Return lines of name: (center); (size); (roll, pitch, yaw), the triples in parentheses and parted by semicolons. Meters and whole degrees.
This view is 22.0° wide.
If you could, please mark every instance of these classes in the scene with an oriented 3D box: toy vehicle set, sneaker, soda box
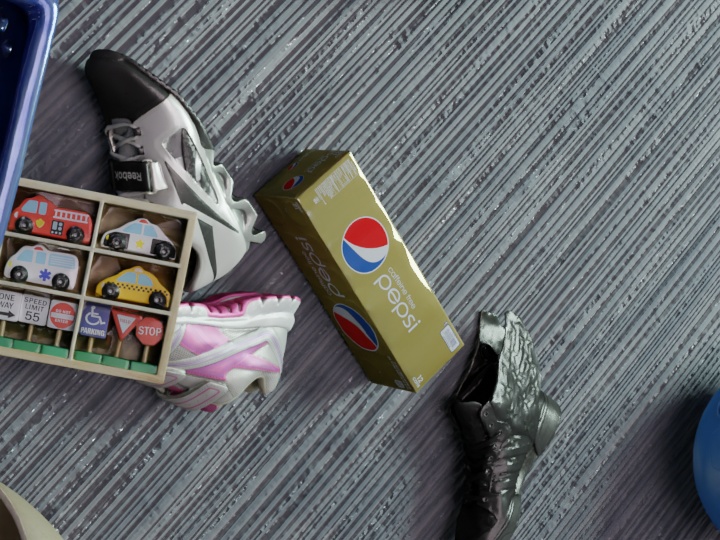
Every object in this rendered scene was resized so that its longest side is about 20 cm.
toy vehicle set: (-0.224, 0.002, 1.304); (0.199, 0.027, 0.125); (11, 87, -8)
sneaker: (-0.131, 0.065, 1.393); (0.199, 0.081, 0.089); (-3, 94, -34)
soda box: (0.000, 0.000, 1.487); (0.064, 0.068, 0.200); (-42, 116, -24)
sneaker: (-0.152, -0.069, 1.371); (0.089, 0.074, 0.200); (-46, 117, -25)
sneaker: (0.107, 0.142, 1.581); (0.104, 0.060, 0.200); (41, 66, -31)

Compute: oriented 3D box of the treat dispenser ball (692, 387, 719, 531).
treat dispenser ball: (0.407, 0.176, 1.705); (0.200, 0.201, 0.202); (-3, 96, -35)

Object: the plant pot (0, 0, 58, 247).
plant pot: (-0.332, -0.111, 1.178); (0.199, 0.180, 0.201); (18, 84, -34)

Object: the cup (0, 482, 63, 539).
cup: (-0.262, 0.243, 1.269); (0.143, 0.200, 0.201); (33, 74, -56)
